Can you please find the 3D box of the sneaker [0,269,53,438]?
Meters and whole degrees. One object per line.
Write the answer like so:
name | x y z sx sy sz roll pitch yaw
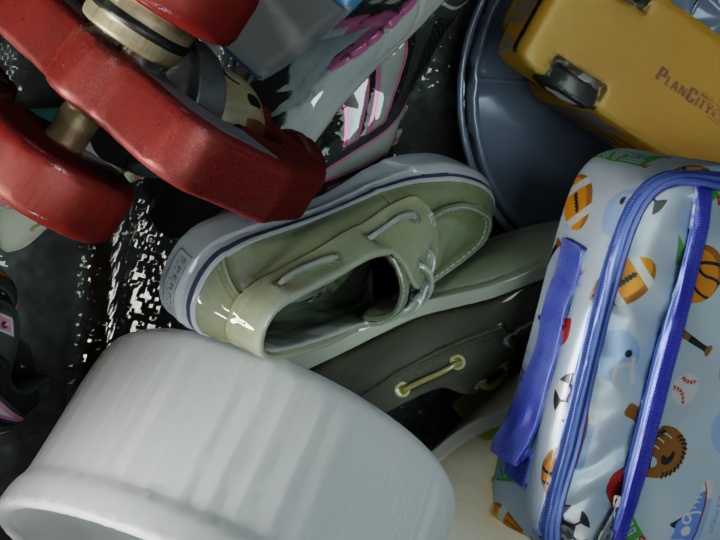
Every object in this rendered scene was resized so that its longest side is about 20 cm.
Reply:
sneaker | -0.194 0.016 0.723 0.086 0.080 0.200 -34 150 -10

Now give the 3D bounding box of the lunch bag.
lunch bag | 0.144 0.049 0.764 0.160 0.076 0.201 7 102 -28

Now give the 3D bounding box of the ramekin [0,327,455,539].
ramekin | -0.053 0.110 0.764 0.200 0.200 0.098 36 65 -24

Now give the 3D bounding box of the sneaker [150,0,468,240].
sneaker | -0.012 -0.076 0.810 0.200 0.080 0.086 -47 133 -5

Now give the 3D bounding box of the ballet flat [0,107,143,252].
ballet flat | -0.181 -0.038 0.756 0.199 0.076 0.064 -4 113 -11

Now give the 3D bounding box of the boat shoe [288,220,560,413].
boat shoe | 0.038 0.033 0.829 0.201 0.072 0.061 -22 104 8

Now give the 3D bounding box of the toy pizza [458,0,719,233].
toy pizza | 0.140 -0.095 0.876 0.199 0.032 0.201 -4 101 -19

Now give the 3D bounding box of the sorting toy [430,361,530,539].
sorting toy | 0.086 0.128 0.882 0.180 0.107 0.200 -39 121 3

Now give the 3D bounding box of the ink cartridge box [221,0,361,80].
ink cartridge box | -0.015 -0.212 0.707 0.147 0.146 0.200 43 75 -9

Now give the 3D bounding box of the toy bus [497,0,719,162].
toy bus | 0.153 -0.082 0.817 0.199 0.078 0.065 29 91 -22

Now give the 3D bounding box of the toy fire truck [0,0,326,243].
toy fire truck | -0.089 -0.082 0.675 0.112 0.200 0.168 -57 147 9

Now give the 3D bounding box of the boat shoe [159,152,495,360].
boat shoe | 0.000 0.000 0.754 0.200 0.062 0.072 -20 137 -44
